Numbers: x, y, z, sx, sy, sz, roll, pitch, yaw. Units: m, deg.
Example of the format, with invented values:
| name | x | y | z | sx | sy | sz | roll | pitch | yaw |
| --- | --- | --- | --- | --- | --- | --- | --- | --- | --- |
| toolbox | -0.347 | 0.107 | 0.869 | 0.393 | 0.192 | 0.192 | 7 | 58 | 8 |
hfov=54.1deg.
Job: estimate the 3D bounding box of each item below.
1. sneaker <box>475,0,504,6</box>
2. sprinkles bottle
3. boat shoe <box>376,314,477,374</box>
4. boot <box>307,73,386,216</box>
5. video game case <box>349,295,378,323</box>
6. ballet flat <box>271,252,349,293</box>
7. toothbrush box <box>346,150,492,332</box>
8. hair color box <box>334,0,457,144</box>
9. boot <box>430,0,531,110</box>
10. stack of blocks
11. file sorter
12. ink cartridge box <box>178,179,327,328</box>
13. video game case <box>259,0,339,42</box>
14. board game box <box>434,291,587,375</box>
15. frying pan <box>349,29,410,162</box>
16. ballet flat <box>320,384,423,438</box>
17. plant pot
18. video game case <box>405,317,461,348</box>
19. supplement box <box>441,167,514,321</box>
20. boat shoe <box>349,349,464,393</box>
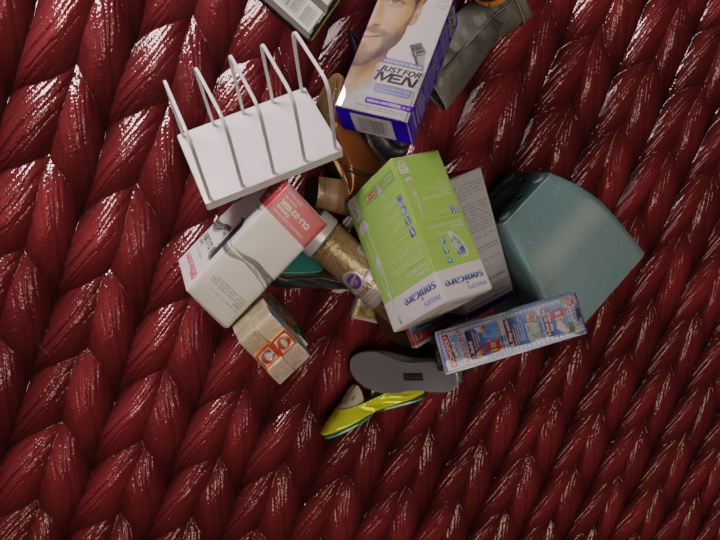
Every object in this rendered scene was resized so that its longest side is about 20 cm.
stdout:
| name | x | y | z | sx | sy | sz | roll | pitch | yaw |
| --- | --- | --- | --- | --- | --- | --- | --- | --- | --- |
| sneaker | 0.120 | -0.437 | 0.964 | 0.198 | 0.077 | 0.079 | 31 | 104 | 11 |
| sprinkles bottle | 0.000 | 0.000 | 1.040 | 0.199 | 0.068 | 0.069 | 40 | 92 | -8 |
| boat shoe | 0.114 | 0.103 | 1.171 | 0.198 | 0.071 | 0.065 | 31 | 61 | -19 |
| boot | 0.003 | -0.183 | 1.056 | 0.152 | 0.074 | 0.204 | 1 | 107 | -28 |
| video game case | 0.096 | 0.011 | 1.175 | 0.196 | 0.023 | 0.185 | 14 | 102 | -24 |
| ballet flat | -0.058 | 0.002 | 1.095 | 0.196 | 0.073 | 0.075 | 0 | 108 | -23 |
| toothbrush box | 0.075 | -0.037 | 0.967 | 0.085 | 0.145 | 0.204 | -13 | 77 | -30 |
| hair color box | 0.052 | -0.285 | 0.968 | 0.107 | 0.065 | 0.203 | 16 | 73 | 17 |
| boot | 0.143 | -0.371 | 1.045 | 0.199 | 0.073 | 0.182 | -40 | 114 | 4 |
| stack of blocks | -0.133 | 0.083 | 1.016 | 0.058 | 0.200 | 0.115 | -42 | 115 | -2 |
| file sorter | -0.144 | -0.203 | 0.926 | 0.197 | 0.140 | 0.125 | -23 | 147 | -11 |
| ink cartridge box | -0.158 | -0.037 | 0.997 | 0.200 | 0.144 | 0.084 | -46 | 116 | -1 |
| video game case | -0.092 | -0.447 | 0.949 | 0.199 | 0.026 | 0.182 | 35 | 94 | -25 |
| board game box | 0.182 | 0.097 | 1.007 | 0.196 | 0.200 | 0.063 | -13 | 83 | -18 |
| frying pan | 0.039 | -0.256 | 1.046 | 0.114 | 0.031 | 0.195 | -1 | 84 | -50 |
| ballet flat | 0.015 | 0.218 | 1.200 | 0.197 | 0.067 | 0.068 | -19 | 92 | -16 |
| plant pot | 0.285 | -0.046 | 1.125 | 0.196 | 0.196 | 0.201 | -44 | 111 | -11 |
| video game case | 0.103 | 0.000 | 1.119 | 0.141 | 0.017 | 0.203 | -25 | 97 | -26 |
| supplement box | 0.143 | -0.040 | 1.066 | 0.102 | 0.101 | 0.204 | -24 | 103 | -26 |
| boat shoe | 0.078 | 0.164 | 1.158 | 0.056 | 0.196 | 0.070 | -21 | 111 | -61 |
